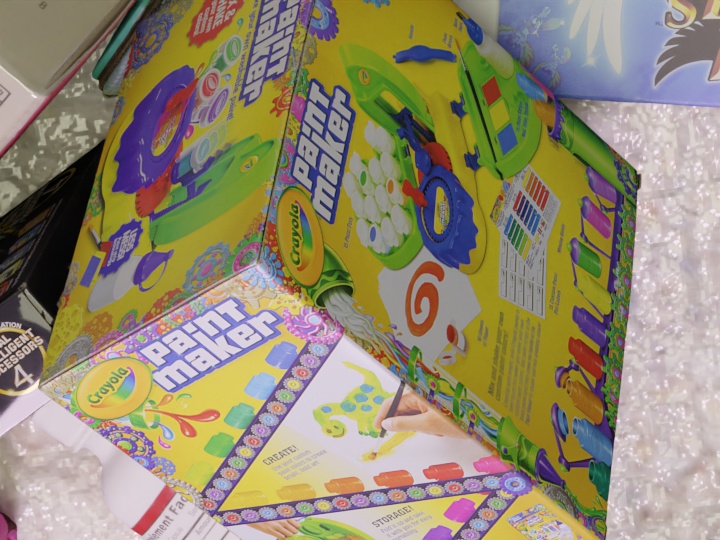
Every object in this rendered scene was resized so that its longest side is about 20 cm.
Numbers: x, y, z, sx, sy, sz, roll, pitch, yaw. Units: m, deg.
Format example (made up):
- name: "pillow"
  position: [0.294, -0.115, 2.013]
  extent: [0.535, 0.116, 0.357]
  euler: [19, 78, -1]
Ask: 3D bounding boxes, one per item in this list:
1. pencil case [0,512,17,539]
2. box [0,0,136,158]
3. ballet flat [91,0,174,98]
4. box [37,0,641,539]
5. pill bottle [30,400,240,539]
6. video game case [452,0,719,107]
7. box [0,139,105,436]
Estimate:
- name: "pencil case"
  position: [-0.254, 0.103, 1.243]
  extent: [0.199, 0.091, 0.094]
  euler: [34, 90, -1]
- name: "box"
  position: [-0.200, -0.082, 1.144]
  extent: [0.128, 0.109, 0.200]
  euler: [42, 131, -7]
- name: "ballet flat"
  position: [-0.041, -0.147, 1.174]
  extent: [0.074, 0.074, 0.201]
  euler: [30, 106, -3]
- name: "box"
  position: [0.000, 0.000, 1.096]
  extent: [0.122, 0.201, 0.192]
  euler: [-28, 125, 35]
- name: "pill bottle"
  position: [-0.039, 0.086, 1.209]
  extent: [0.199, 0.112, 0.113]
  euler: [35, 104, -4]
- name: "video game case"
  position: [0.132, -0.161, 1.167]
  extent: [0.199, 0.045, 0.183]
  euler: [4, 105, 4]
- name: "box"
  position: [-0.167, 0.034, 1.159]
  extent: [0.161, 0.200, 0.049]
  euler: [-38, 103, 16]
